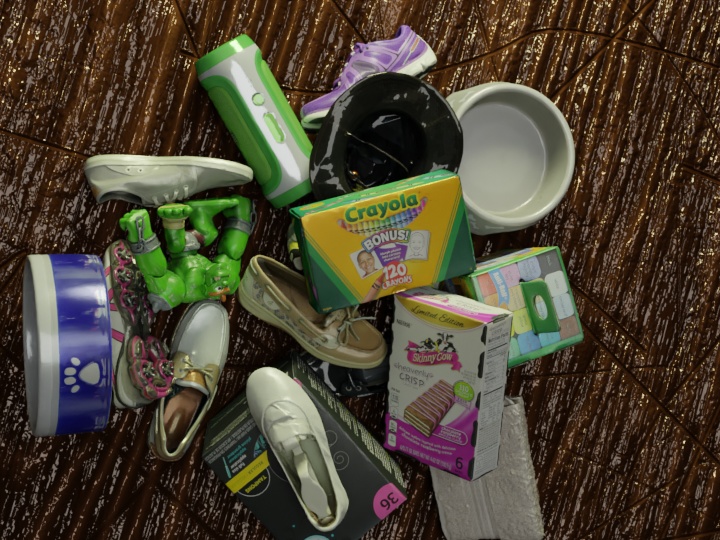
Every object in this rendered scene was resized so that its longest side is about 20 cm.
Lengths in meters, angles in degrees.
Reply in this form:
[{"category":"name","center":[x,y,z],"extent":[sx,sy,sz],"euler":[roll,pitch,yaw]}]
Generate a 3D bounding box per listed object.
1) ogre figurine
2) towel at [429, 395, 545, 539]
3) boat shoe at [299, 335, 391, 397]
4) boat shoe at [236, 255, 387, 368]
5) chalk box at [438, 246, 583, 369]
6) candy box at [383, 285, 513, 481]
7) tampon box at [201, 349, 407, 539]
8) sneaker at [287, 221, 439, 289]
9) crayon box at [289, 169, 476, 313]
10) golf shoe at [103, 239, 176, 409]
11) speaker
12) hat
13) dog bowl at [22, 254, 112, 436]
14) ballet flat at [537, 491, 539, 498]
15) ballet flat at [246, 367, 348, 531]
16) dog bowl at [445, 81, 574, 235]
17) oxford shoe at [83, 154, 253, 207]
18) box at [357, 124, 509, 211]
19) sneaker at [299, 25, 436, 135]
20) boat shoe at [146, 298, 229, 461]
[{"category":"ogre figurine","center":[-0.195,-0.021,1.563],"extent":[0.097,0.200,0.121],"euler":[-1,99,17]},{"category":"towel","center":[0.152,0.247,1.656],"extent":[0.132,0.034,0.201],"euler":[-5,107,25]},{"category":"boat shoe","center":[0.005,0.120,1.651],"extent":[0.198,0.066,0.075],"euler":[-5,92,-16]},{"category":"boat shoe","center":[-0.054,0.052,1.607],"extent":[0.199,0.063,0.073],"euler":[26,44,-1]},{"category":"chalk box","center":[0.183,0.046,1.633],"extent":[0.123,0.200,0.125],"euler":[-18,94,-15]},{"category":"candy box","center":[0.101,0.131,1.579],"extent":[0.061,0.136,0.201],"euler":[-16,116,-49]},{"category":"tampon box","center":[-0.067,0.226,1.580],"extent":[0.150,0.126,0.200],"euler":[-41,101,6]},{"category":"sneaker","center":[0.000,0.000,1.635],"extent":[0.199,0.076,0.077],"euler":[19,44,-7]},{"category":"crayon box","center":[0.027,-0.035,1.561],"extent":[0.199,0.058,0.120],"euler":[-16,106,-13]},{"category":"golf shoe","center":[-0.280,0.063,1.564],"extent":[0.072,0.092,0.201],"euler":[11,62,-51]},{"category":"speaker","center":[-0.119,-0.179,1.607],"extent":[0.088,0.088,0.201],"euler":[-31,98,-14]},{"category":"hat","center":[0.025,-0.140,1.614],"extent":[0.199,0.081,0.202],"euler":[-2,100,-12]},{"category":"dog bowl","center":[-0.329,0.082,1.486],"extent":[0.078,0.200,0.202],"euler":[-2,90,-18]},{"category":"ballet flat","center":[0.169,0.237,1.698],"extent":[0.070,0.065,0.200],"euler":[-41,101,-14]},{"category":"ballet flat","center":[-0.066,0.201,1.476],"extent":[0.069,0.069,0.201],"euler":[-27,102,-14]},{"category":"dog bowl","center":[0.178,-0.142,1.671],"extent":[0.199,0.059,0.201],"euler":[1,88,-17]},{"category":"oxford shoe","center":[-0.227,-0.104,1.581],"extent":[0.199,0.075,0.058],"euler":[-1,79,-9]},{"category":"box","center":[0.082,-0.111,1.691],"extent":[0.199,0.035,0.111],"euler":[-14,93,-16]},{"category":"sneaker","center":[-0.001,-0.236,1.659],"extent":[0.200,0.081,0.084],"euler":[-35,86,-23]},{"category":"boat shoe","center":[-0.200,0.130,1.591],"extent":[0.074,0.068,0.201],"euler":[16,85,-16]}]
